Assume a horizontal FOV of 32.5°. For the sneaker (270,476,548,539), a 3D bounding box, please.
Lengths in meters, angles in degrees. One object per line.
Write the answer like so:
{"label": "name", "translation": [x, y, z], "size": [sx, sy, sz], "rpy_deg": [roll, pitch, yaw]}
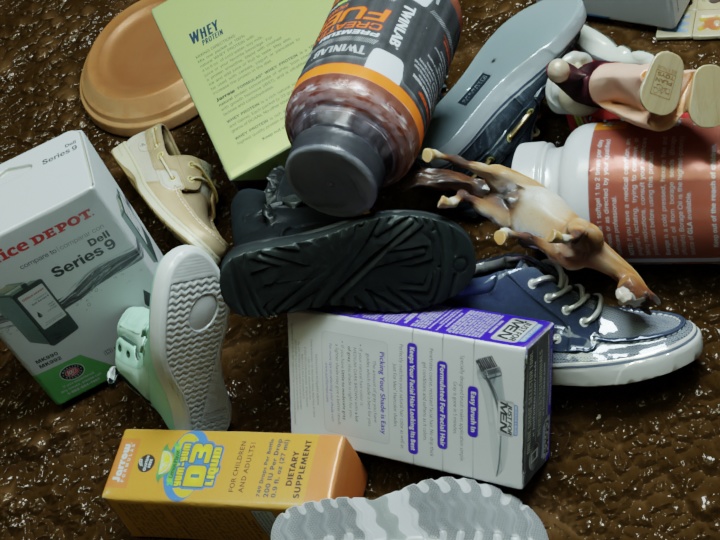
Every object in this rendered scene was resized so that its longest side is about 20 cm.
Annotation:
{"label": "sneaker", "translation": [0.036, 0.203, 0.887], "size": [0.196, 0.083, 0.075], "rpy_deg": [-2, 31, 0]}

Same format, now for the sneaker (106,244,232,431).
{"label": "sneaker", "translation": [-0.165, 0.046, 0.991], "size": [0.118, 0.203, 0.073], "rpy_deg": [34, 49, 31]}

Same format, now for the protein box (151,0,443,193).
{"label": "protein box", "translation": [-0.050, -0.176, 1.124], "size": [0.197, 0.135, 0.202], "rpy_deg": [-29, 64, 1]}

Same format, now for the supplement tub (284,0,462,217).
{"label": "supplement tub", "translation": [0.007, -0.136, 0.931], "size": [0.105, 0.108, 0.202], "rpy_deg": [1, 49, 23]}

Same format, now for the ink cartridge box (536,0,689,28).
{"label": "ink cartridge box", "translation": [0.264, -0.337, 1.169], "size": [0.145, 0.086, 0.202], "rpy_deg": [16, 65, 32]}

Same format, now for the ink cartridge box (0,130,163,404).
{"label": "ink cartridge box", "translation": [-0.252, 0.001, 1.058], "size": [0.144, 0.201, 0.085], "rpy_deg": [-26, 45, 0]}

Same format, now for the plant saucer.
{"label": "plant saucer", "translation": [-0.216, -0.232, 1.328], "size": [0.197, 0.038, 0.203], "rpy_deg": [-11, 52, 14]}

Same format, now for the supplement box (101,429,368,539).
{"label": "supplement box", "translation": [-0.098, 0.169, 0.965], "size": [0.197, 0.069, 0.067], "rpy_deg": [-3, 52, 22]}

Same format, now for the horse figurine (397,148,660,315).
{"label": "horse figurine", "translation": [0.119, -0.039, 0.909], "size": [0.199, 0.131, 0.051], "rpy_deg": [35, 107, 39]}

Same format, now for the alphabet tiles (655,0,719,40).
{"label": "alphabet tiles", "translation": [0.351, -0.278, 1.148], "size": [0.197, 0.006, 0.168], "rpy_deg": [3, 57, 24]}

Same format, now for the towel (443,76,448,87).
{"label": "towel", "translation": [-0.024, -0.187, 1.227], "size": [0.198, 0.022, 0.148], "rpy_deg": [-28, 50, 3]}

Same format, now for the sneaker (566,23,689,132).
{"label": "sneaker", "translation": [0.221, -0.142, 1.068], "size": [0.085, 0.077, 0.200], "rpy_deg": [-48, 41, -3]}

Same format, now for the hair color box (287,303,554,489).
{"label": "hair color box", "translation": [0.043, 0.084, 0.935], "size": [0.197, 0.111, 0.065], "rpy_deg": [10, 21, 28]}

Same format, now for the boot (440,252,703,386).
{"label": "boot", "translation": [0.153, 0.033, 0.932], "size": [0.197, 0.092, 0.073], "rpy_deg": [-7, 19, 18]}

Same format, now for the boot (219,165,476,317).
{"label": "boot", "translation": [-0.013, -0.033, 0.975], "size": [0.196, 0.078, 0.169], "rpy_deg": [-8, 25, 4]}

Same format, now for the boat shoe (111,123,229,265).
{"label": "boat shoe", "translation": [-0.171, -0.080, 1.172], "size": [0.069, 0.074, 0.200], "rpy_deg": [-40, 50, -3]}

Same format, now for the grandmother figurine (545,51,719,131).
{"label": "grandmother figurine", "translation": [0.195, -0.140, 0.954], "size": [0.061, 0.120, 0.200], "rpy_deg": [-68, 16, 2]}

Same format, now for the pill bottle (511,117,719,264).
{"label": "pill bottle", "translation": [0.223, -0.062, 0.972], "size": [0.197, 0.113, 0.114], "rpy_deg": [0, 55, 21]}

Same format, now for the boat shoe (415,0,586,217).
{"label": "boat shoe", "translation": [0.132, -0.143, 1.074], "size": [0.200, 0.091, 0.071], "rpy_deg": [-46, 37, -5]}

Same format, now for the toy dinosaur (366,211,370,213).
{"label": "toy dinosaur", "translation": [0.000, 0.000, 1.065], "size": [0.198, 0.060, 0.108], "rpy_deg": [18, 79, 43]}
